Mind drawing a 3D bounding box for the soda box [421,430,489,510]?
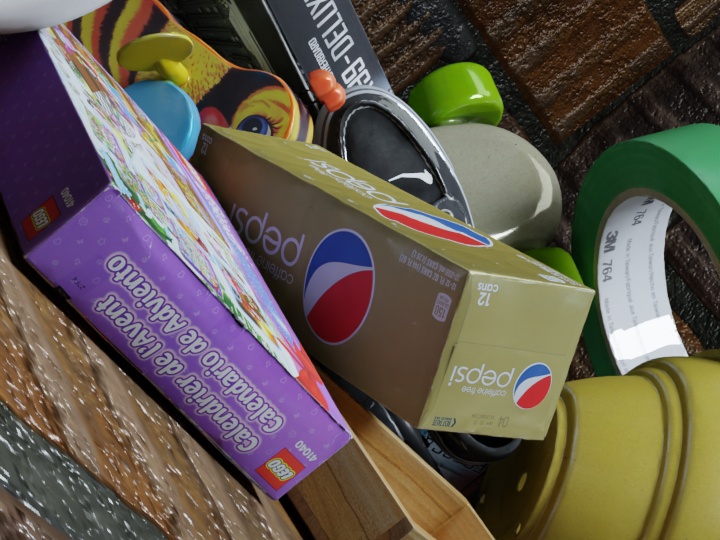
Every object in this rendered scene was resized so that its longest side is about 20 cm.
[{"bbox_3d":[0.090,0.141,1.089,0.068,0.064,0.200,54,3,39],"label":"soda box"}]

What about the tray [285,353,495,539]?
[{"bbox_3d":[0.021,0.108,0.747,0.099,0.037,0.200,54,5,34],"label":"tray"}]

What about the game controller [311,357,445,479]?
[{"bbox_3d":[-0.008,0.044,0.972,0.104,0.042,0.200,48,6,-48],"label":"game controller"}]

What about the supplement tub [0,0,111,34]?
[{"bbox_3d":[-0.145,-0.187,0.676,0.145,0.145,0.200,49,6,-36],"label":"supplement tub"}]

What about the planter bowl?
[{"bbox_3d":[0.112,0.118,0.929,0.083,0.201,0.200,23,10,-12],"label":"planter bowl"}]

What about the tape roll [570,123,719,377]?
[{"bbox_3d":[0.185,0.023,1.005,0.200,0.048,0.201,165,-90,-69],"label":"tape roll"}]

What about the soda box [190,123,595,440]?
[{"bbox_3d":[0.000,0.000,0.755,0.068,0.064,0.200,9,13,-38],"label":"soda box"}]

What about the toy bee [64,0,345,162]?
[{"bbox_3d":[-0.066,-0.074,0.903,0.200,0.109,0.131,51,2,-2],"label":"toy bee"}]

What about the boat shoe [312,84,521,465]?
[{"bbox_3d":[0.033,0.003,0.905,0.066,0.070,0.201,177,-104,-81],"label":"boat shoe"}]

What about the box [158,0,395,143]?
[{"bbox_3d":[-0.075,-0.129,0.997,0.200,0.050,0.158,19,-36,48],"label":"box"}]

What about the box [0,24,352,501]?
[{"bbox_3d":[-0.084,-0.021,0.670,0.137,0.039,0.200,49,4,-35],"label":"box"}]

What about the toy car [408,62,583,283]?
[{"bbox_3d":[0.027,0.003,1.129,0.200,0.157,0.165,110,-36,-57],"label":"toy car"}]
